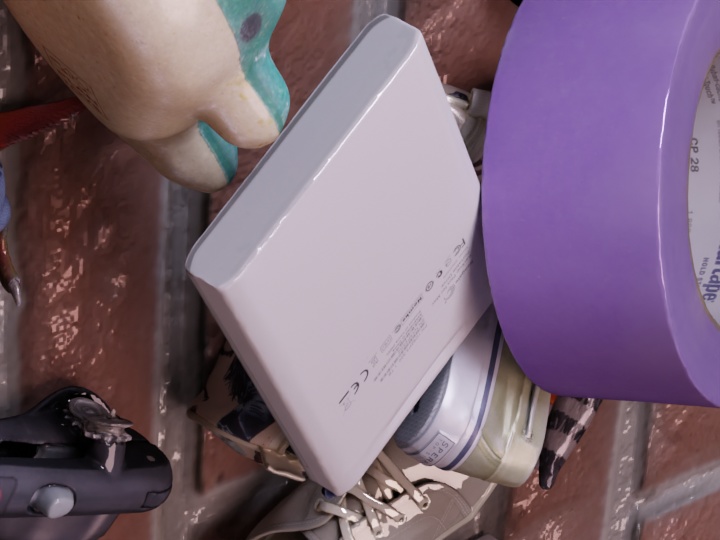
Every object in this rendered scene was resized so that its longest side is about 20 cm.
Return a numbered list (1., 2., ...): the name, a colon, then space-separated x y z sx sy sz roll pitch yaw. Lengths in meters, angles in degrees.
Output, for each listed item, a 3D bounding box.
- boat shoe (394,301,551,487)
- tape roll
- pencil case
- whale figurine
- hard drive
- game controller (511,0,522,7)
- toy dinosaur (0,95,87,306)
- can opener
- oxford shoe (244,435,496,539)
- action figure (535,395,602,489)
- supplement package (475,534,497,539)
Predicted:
1. boat shoe: 0.065 0.009 1.363 0.062 0.072 0.201 28 61 -22
2. tape roll: 0.133 -0.040 1.315 0.200 0.085 0.201 -13 105 -62
3. pencil case: 0.000 0.000 1.330 0.078 0.089 0.201 26 94 -35
4. whale figurine: -0.076 -0.110 1.137 0.104 0.159 0.200 -44 156 -15
5. hard drive: 0.000 -0.001 1.216 0.132 0.026 0.200 -53 153 -15
6. game controller: 0.154 -0.136 1.406 0.104 0.042 0.200 -32 142 29
7. toy dinosaur: -0.184 -0.053 1.108 0.182 0.104 0.201 89 15 -53
8. can opener: -0.164 0.086 1.246 0.199 0.063 0.079 8 108 -46
9. oxford shoe: 0.007 0.108 1.389 0.200 0.075 0.058 -45 169 6
10. action figure: 0.143 0.025 1.476 0.193 0.105 0.200 -43 134 -1
11. supplement package: 0.025 0.240 1.482 0.199 0.109 0.114 -25 129 -31
